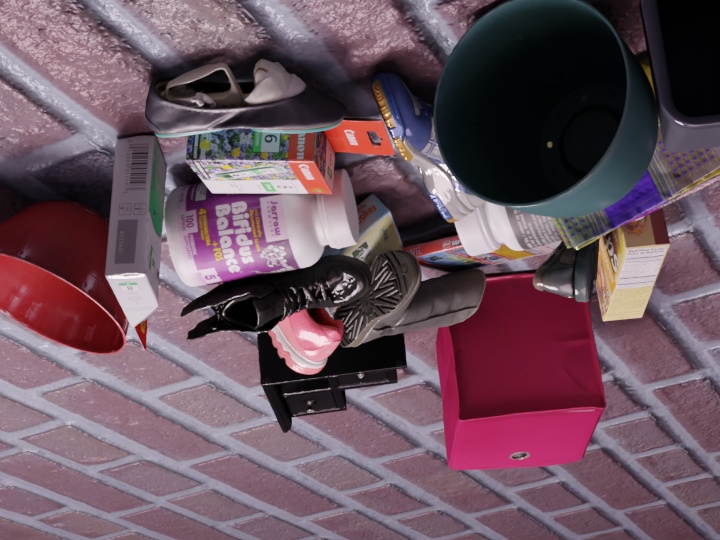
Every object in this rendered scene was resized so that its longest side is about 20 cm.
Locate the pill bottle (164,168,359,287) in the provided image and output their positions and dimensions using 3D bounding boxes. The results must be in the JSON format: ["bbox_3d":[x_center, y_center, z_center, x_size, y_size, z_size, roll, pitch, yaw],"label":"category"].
[{"bbox_3d":[-0.105,-0.052,1.594,0.197,0.114,0.112,-11,154,9],"label":"pill bottle"}]

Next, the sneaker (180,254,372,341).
[{"bbox_3d":[-0.091,0.034,1.611,0.197,0.104,0.061,-3,115,19],"label":"sneaker"}]

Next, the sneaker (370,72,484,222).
[{"bbox_3d":[0.082,-0.141,1.493,0.087,0.076,0.200,-28,133,12],"label":"sneaker"}]

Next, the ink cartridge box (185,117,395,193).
[{"bbox_3d":[-0.069,-0.116,1.490,0.197,0.051,0.109,2,166,10],"label":"ink cartridge box"}]

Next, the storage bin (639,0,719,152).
[{"bbox_3d":[0.316,-0.206,1.302,0.143,0.203,0.134,-7,165,2],"label":"storage bin"}]

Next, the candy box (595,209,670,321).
[{"bbox_3d":[0.313,-0.035,1.716,0.054,0.117,0.201,-6,154,-1],"label":"candy box"}]

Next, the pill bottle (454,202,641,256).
[{"bbox_3d":[0.202,-0.088,1.588,0.197,0.115,0.114,-15,153,17],"label":"pill bottle"}]

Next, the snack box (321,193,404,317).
[{"bbox_3d":[0.000,0.000,1.747,0.116,0.037,0.200,-41,154,-8],"label":"snack box"}]

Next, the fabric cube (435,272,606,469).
[{"bbox_3d":[0.207,0.136,1.944,0.193,0.203,0.200,-4,155,-3],"label":"fabric cube"}]

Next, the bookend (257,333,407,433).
[{"bbox_3d":[-0.031,0.138,2.018,0.196,0.093,0.201,-7,155,2],"label":"bookend"}]

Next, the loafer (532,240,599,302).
[{"bbox_3d":[0.230,-0.013,1.616,0.062,0.073,0.200,1,-169,12],"label":"loafer"}]

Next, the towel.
[{"bbox_3d":[0.269,-0.123,1.490,0.198,0.145,0.023,-27,-176,19],"label":"towel"}]

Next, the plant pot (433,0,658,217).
[{"bbox_3d":[0.194,-0.141,1.396,0.199,0.203,0.160,-21,158,28],"label":"plant pot"}]

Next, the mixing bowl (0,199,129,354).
[{"bbox_3d":[-0.325,-0.005,1.610,0.198,0.109,0.201,20,154,11],"label":"mixing bowl"}]

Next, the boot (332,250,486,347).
[{"bbox_3d":[0.080,0.027,1.750,0.198,0.073,0.182,-4,155,-37],"label":"boot"}]

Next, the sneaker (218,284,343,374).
[{"bbox_3d":[-0.092,0.021,1.706,0.087,0.200,0.074,-44,177,37],"label":"sneaker"}]

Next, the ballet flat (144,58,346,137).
[{"bbox_3d":[-0.114,-0.168,1.413,0.197,0.074,0.073,-2,155,5],"label":"ballet flat"}]

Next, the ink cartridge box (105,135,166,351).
[{"bbox_3d":[-0.227,-0.024,1.568,0.049,0.163,0.201,-2,154,5],"label":"ink cartridge box"}]

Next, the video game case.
[{"bbox_3d":[0.165,-0.030,1.746,0.198,0.018,0.142,-13,168,28],"label":"video game case"}]
